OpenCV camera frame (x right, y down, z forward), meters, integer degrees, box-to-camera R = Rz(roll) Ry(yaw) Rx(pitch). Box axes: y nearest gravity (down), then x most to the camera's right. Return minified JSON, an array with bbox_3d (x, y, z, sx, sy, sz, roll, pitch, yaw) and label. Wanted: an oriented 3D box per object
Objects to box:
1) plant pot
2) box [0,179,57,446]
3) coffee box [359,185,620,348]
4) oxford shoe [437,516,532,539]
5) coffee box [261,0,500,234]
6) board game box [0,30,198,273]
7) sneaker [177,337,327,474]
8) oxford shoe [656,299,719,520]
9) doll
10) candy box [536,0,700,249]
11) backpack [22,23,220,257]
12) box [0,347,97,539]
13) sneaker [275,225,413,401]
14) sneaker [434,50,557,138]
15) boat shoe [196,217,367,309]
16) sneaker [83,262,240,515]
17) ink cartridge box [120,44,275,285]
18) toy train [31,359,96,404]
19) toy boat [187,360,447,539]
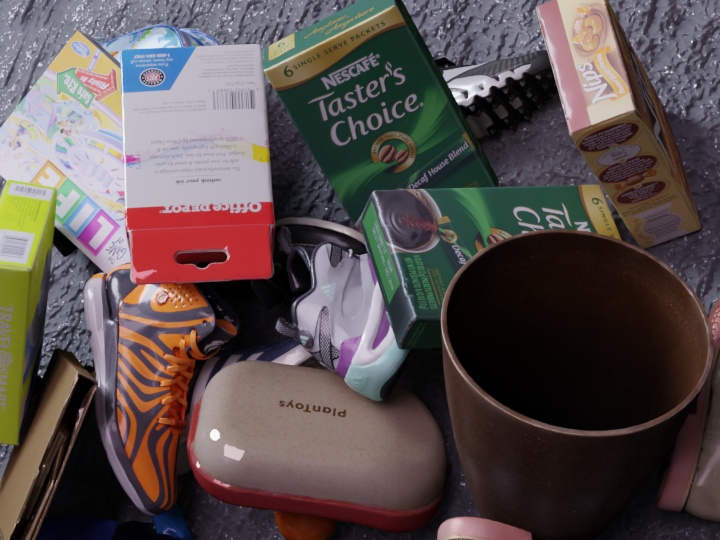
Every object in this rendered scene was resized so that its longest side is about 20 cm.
[{"bbox_3d":[0.139,0.108,1.468,0.185,0.201,0.188,3,46,-3],"label":"plant pot"},{"bbox_3d":[-0.284,0.044,1.682,0.047,0.201,0.122,9,35,-3],"label":"box"},{"bbox_3d":[0.108,-0.005,1.566,0.198,0.044,0.124,-1,54,-23],"label":"coffee box"},{"bbox_3d":[0.143,0.238,1.458,0.198,0.071,0.074,15,57,1],"label":"oxford shoe"},{"bbox_3d":[0.018,-0.114,1.648,0.122,0.201,0.044,-23,29,12],"label":"coffee box"},{"bbox_3d":[-0.199,-0.081,1.706,0.200,0.034,0.135,41,96,14],"label":"board game box"},{"bbox_3d":[-0.101,0.081,1.676,0.199,0.075,0.085,-30,61,8],"label":"sneaker"},{"bbox_3d":[0.274,0.089,1.511,0.073,0.071,0.202,18,73,5],"label":"oxford shoe"},{"bbox_3d":[-0.186,0.231,1.656,0.198,0.048,0.138,5,69,26],"label":"doll"},{"bbox_3d":[0.196,-0.112,1.562,0.055,0.200,0.116,-20,60,14],"label":"candy box"},{"bbox_3d":[-0.192,-0.127,1.793,0.198,0.154,0.164,-13,60,2],"label":"backpack"},{"bbox_3d":[-0.255,0.148,1.641,0.021,0.200,0.165,22,88,-13],"label":"box"},{"bbox_3d":[0.000,0.000,1.607,0.139,0.078,0.200,30,38,6],"label":"sneaker"},{"bbox_3d":[0.070,-0.146,1.716,0.199,0.066,0.091,-27,60,13],"label":"sneaker"},{"bbox_3d":[-0.078,0.001,1.702,0.198,0.075,0.067,3,58,29],"label":"boat shoe"},{"bbox_3d":[-0.147,0.083,1.617,0.111,0.078,0.202,-16,78,14],"label":"sneaker"},{"bbox_3d":[-0.127,-0.072,1.622,0.115,0.067,0.202,-2,67,-4],"label":"ink cartridge box"},{"bbox_3d":[-0.200,0.084,1.746,0.198,0.034,0.046,-23,69,13],"label":"toy train"},{"bbox_3d":[-0.034,0.157,1.586,0.198,0.132,0.131,9,38,0],"label":"toy boat"}]
